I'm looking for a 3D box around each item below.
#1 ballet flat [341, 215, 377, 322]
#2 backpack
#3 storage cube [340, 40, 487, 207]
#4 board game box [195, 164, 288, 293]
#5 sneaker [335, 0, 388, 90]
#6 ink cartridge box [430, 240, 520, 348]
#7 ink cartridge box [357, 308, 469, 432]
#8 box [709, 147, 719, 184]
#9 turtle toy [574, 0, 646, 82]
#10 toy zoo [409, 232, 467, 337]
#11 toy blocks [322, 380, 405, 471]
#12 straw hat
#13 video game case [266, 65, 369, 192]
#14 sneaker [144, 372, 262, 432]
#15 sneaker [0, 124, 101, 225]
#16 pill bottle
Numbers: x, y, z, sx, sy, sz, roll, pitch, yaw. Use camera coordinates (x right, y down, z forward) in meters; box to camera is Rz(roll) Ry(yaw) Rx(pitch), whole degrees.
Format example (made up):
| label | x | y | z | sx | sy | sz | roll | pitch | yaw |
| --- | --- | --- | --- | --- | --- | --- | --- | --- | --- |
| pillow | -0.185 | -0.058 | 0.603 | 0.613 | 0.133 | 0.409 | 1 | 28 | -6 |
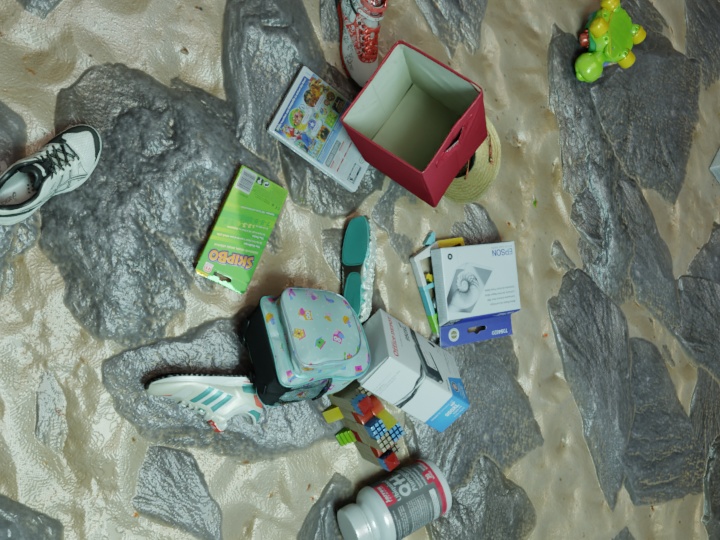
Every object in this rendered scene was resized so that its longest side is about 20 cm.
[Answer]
| label | x | y | z | sx | sy | sz | roll | pitch | yaw |
| --- | --- | --- | --- | --- | --- | --- | --- | --- | --- |
| ballet flat | 0.000 | 0.000 | 1.166 | 0.071 | 0.072 | 0.203 | 8 | 87 | -28 |
| backpack | -0.079 | 0.121 | 1.048 | 0.199 | 0.153 | 0.177 | 6 | 53 | -43 |
| storage cube | 0.099 | -0.247 | 1.080 | 0.199 | 0.180 | 0.172 | 36 | 88 | 19 |
| board game box | -0.204 | -0.069 | 1.070 | 0.095 | 0.030 | 0.202 | 27 | 73 | -24 |
| sneaker | 0.009 | -0.444 | 1.151 | 0.067 | 0.108 | 0.204 | -12 | 94 | -28 |
| ink cartridge box | 0.241 | 0.047 | 1.275 | 0.198 | 0.040 | 0.203 | -7 | 92 | -29 |
| ink cartridge box | 0.090 | 0.182 | 1.146 | 0.199 | 0.145 | 0.084 | 33 | 113 | -24 |
| box | 1.073 | -0.326 | 1.728 | 0.112 | 0.101 | 0.201 | 42 | 70 | -21 |
| turtle toy | 0.568 | -0.532 | 1.461 | 0.145 | 0.101 | 0.201 | 36 | 73 | -23 |
| toy zoo | 0.174 | 0.018 | 1.275 | 0.130 | 0.020 | 0.202 | -21 | 98 | -28 |
| toy blocks | 0.020 | 0.277 | 1.117 | 0.100 | 0.136 | 0.202 | -34 | 104 | -25 |
| straw hat | 0.181 | -0.225 | 1.250 | 0.199 | 0.085 | 0.204 | 0 | 90 | -28 |
| video game case | -0.059 | -0.260 | 1.160 | 0.199 | 0.018 | 0.144 | 33 | 74 | -24 |
| sneaker | -0.248 | 0.215 | 1.011 | 0.198 | 0.070 | 0.095 | 7 | 79 | -31 |
| sneaker | -0.452 | -0.141 | 0.904 | 0.076 | 0.087 | 0.200 | 46 | 67 | -17 |
| pill bottle | 0.061 | 0.435 | 1.149 | 0.198 | 0.110 | 0.112 | -18 | 97 | -28 |
